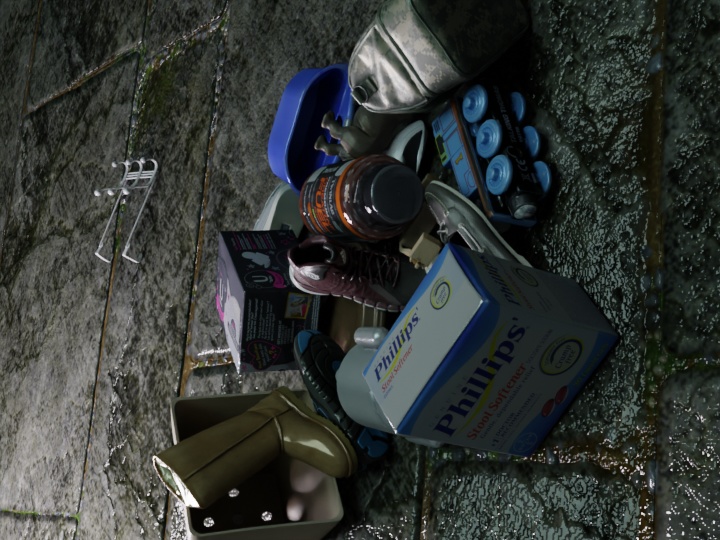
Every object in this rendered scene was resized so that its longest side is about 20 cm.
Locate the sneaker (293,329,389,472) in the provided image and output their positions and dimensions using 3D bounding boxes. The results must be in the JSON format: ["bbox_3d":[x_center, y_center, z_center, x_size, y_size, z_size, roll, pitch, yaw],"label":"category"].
[{"bbox_3d":[-0.041,0.173,1.547,0.082,0.073,0.201,-49,62,47],"label":"sneaker"}]

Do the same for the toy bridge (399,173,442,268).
[{"bbox_3d":[0.074,-0.051,1.462,0.067,0.027,0.200,-56,11,26],"label":"toy bridge"}]

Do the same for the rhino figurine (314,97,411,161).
[{"bbox_3d":[0.028,-0.224,1.580,0.087,0.060,0.200,32,74,17],"label":"rhino figurine"}]

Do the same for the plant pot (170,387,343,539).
[{"bbox_3d":[-0.155,0.296,1.591,0.177,0.199,0.201,110,151,-49],"label":"plant pot"}]

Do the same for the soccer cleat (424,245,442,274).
[{"bbox_3d":[0.113,0.042,1.415,0.078,0.069,0.200,-45,46,12],"label":"soccer cleat"}]

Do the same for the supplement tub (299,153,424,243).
[{"bbox_3d":[0.004,-0.089,1.472,0.200,0.106,0.108,-3,75,66],"label":"supplement tub"}]

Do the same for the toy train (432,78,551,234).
[{"bbox_3d":[0.157,-0.132,1.412,0.114,0.086,0.201,-49,45,45],"label":"toy train"}]

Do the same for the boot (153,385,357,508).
[{"bbox_3d":[-0.129,0.244,1.480,0.175,0.199,0.066,33,137,36],"label":"boot"}]

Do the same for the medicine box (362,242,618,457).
[{"bbox_3d":[0.137,0.089,1.256,0.183,0.199,0.103,-58,39,23],"label":"medicine box"}]

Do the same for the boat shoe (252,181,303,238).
[{"bbox_3d":[-0.131,-0.048,1.800,0.202,0.070,0.072,-64,17,18],"label":"boat shoe"}]

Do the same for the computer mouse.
[{"bbox_3d":[0.040,-0.108,1.578,0.110,0.044,0.201,180,104,-72],"label":"computer mouse"}]

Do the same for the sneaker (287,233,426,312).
[{"bbox_3d":[0.000,0.000,1.471,0.199,0.116,0.076,4,74,9],"label":"sneaker"}]

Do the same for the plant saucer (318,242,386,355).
[{"bbox_3d":[-0.025,0.049,1.604,0.200,0.029,0.201,2,93,62],"label":"plant saucer"}]

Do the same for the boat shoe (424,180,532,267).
[{"bbox_3d":[0.131,-0.024,1.356,0.057,0.067,0.200,-38,68,-13],"label":"boat shoe"}]

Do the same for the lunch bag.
[{"bbox_3d":[0.088,-0.286,1.458,0.167,0.140,0.200,-25,15,47],"label":"lunch bag"}]

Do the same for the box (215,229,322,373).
[{"bbox_3d":[-0.135,0.041,1.663,0.200,0.114,0.133,-120,33,-60],"label":"box"}]

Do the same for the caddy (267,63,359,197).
[{"bbox_3d":[-0.044,-0.191,1.655,0.105,0.141,0.201,25,100,57],"label":"caddy"}]

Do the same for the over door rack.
[{"bbox_3d":[-0.459,-0.118,2.265,0.147,0.066,0.201,3,81,55],"label":"over door rack"}]

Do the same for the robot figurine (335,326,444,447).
[{"bbox_3d":[0.046,0.140,1.427,0.113,0.170,0.200,-38,19,-22],"label":"robot figurine"}]
